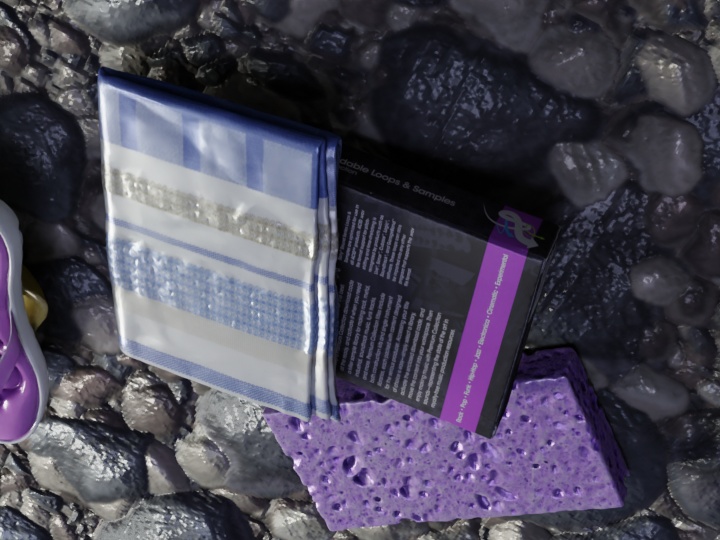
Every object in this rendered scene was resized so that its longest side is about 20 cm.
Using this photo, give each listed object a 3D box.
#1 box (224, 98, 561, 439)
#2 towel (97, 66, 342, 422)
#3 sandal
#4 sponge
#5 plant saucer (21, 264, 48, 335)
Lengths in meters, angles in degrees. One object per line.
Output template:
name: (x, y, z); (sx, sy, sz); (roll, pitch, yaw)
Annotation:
box: (0.000, 0.000, 1.072); (0.198, 0.036, 0.144); (21, 135, 8)
towel: (-0.075, -0.011, 1.062); (0.146, 0.024, 0.201); (17, 132, 19)
sandal: (-0.230, 0.037, 1.119); (0.082, 0.050, 0.204); (9, 134, 9)
sponge: (0.052, 0.105, 1.175); (0.198, 0.030, 0.112); (-8, 129, 24)
plant saucer: (-0.304, 0.011, 1.186); (0.199, 0.049, 0.200); (31, 134, -12)
